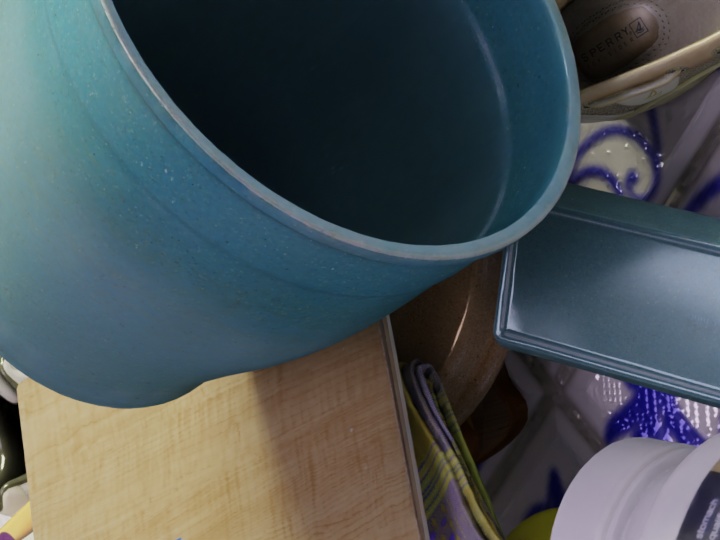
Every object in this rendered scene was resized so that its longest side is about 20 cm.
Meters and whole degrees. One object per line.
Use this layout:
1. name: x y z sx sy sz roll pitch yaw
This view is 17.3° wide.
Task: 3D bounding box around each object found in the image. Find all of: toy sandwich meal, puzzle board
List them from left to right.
1. puzzle board: -0.059 0.076 0.945 0.200 0.017 0.151 -29 58 32
2. toy sandwich meal: 0.000 0.000 0.981 0.205 0.070 0.206 -1 89 34

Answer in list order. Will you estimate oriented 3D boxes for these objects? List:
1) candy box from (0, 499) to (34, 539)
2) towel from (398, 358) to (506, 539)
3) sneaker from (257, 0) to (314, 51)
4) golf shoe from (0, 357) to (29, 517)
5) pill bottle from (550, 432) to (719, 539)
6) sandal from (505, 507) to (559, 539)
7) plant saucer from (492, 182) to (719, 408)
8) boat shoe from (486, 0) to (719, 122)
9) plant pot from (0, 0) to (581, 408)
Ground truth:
1. candy box: -0.117 0.158 1.053 0.200 0.056 0.117 -43 66 29
2. towel: -0.016 0.141 0.911 0.200 0.023 0.144 -44 50 24
3. sneaker: -0.047 -0.128 0.959 0.200 0.073 0.085 -6 48 30
4. golf shoe: -0.151 0.026 1.147 0.078 0.097 0.200 -18 79 50
5. pill bottle: 0.161 0.110 0.787 0.200 0.111 0.111 8 100 48
6. sandal: 0.045 0.187 0.912 0.087 0.079 0.200 -82 17 -70
7. plant saucer: 0.132 0.018 0.848 0.200 0.019 0.070 16 106 34
8. boat shoe: 0.124 -0.109 0.835 0.201 0.063 0.073 -32 82 46
9. plant pot: -0.056 -0.047 0.853 0.188 0.200 0.200 -41 64 43
